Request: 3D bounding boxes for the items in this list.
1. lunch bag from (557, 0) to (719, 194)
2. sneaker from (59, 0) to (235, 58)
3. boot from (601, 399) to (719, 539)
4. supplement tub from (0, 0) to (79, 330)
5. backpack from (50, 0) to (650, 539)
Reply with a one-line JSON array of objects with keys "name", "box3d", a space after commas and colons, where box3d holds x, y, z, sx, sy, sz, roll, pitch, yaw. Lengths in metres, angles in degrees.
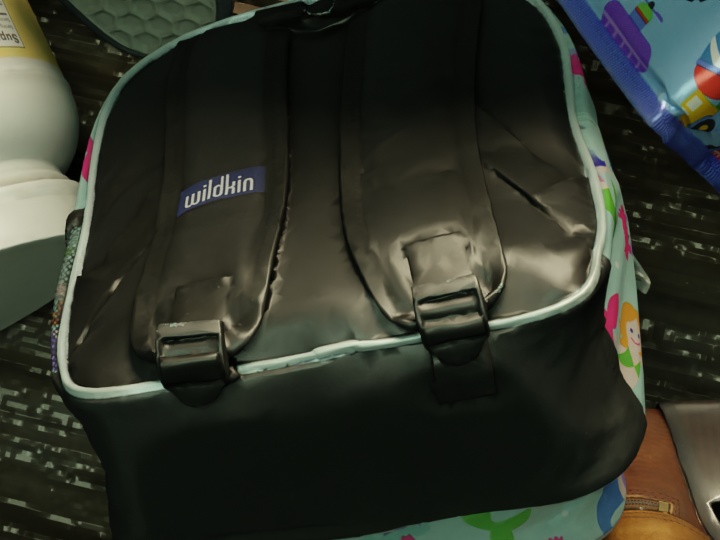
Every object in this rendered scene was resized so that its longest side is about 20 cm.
[{"name": "lunch bag", "box3d": [0.122, -0.143, 0.783, 0.150, 0.094, 0.200, -40, 55, 12]}, {"name": "sneaker", "box3d": [-0.086, -0.187, 0.828, 0.077, 0.146, 0.203, -13, 124, 26]}, {"name": "boot", "box3d": [0.037, 0.121, 0.743, 0.199, 0.069, 0.189, -8, 50, 6]}, {"name": "supplement tub", "box3d": [-0.181, -0.072, 0.792, 0.145, 0.145, 0.201, -26, 81, 4]}, {"name": "backpack", "box3d": [0.000, 0.000, 0.748, 0.177, 0.151, 0.201, -11, 43, 6]}]
